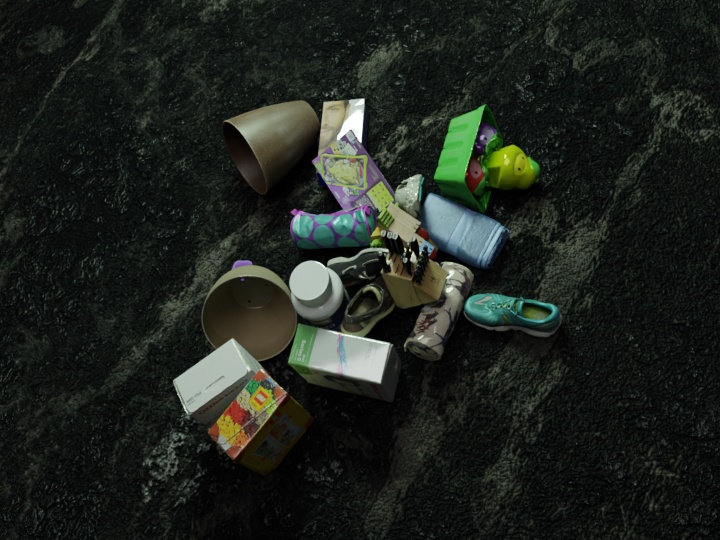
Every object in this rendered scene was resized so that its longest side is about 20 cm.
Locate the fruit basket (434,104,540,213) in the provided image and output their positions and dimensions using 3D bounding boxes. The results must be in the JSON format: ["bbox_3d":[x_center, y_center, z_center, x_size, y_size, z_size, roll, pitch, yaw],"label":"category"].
[{"bbox_3d":[0.284,-0.236,1.484,0.211,0.155,0.221,-16,55,24],"label":"fruit basket"}]

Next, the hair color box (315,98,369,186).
[{"bbox_3d":[-0.041,-0.306,1.629,0.106,0.065,0.205,-2,64,12],"label":"hair color box"}]

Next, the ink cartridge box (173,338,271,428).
[{"bbox_3d":[-0.258,0.238,1.352,0.145,0.201,0.084,-34,62,-5],"label":"ink cartridge box"}]

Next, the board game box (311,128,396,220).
[{"bbox_3d":[-0.010,-0.200,1.540,0.119,0.032,0.202,-34,83,7],"label":"board game box"}]

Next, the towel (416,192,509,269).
[{"bbox_3d":[0.213,-0.083,1.475,0.197,0.049,0.113,28,74,22],"label":"towel"}]

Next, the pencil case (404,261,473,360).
[{"bbox_3d":[0.159,0.083,1.394,0.088,0.078,0.204,14,69,32],"label":"pencil case"}]

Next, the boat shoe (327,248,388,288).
[{"bbox_3d":[0.000,0.000,1.442,0.196,0.073,0.062,-11,60,38],"label":"boat shoe"}]

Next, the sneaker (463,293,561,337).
[{"bbox_3d":[0.303,0.077,1.362,0.194,0.080,0.079,6,67,16],"label":"sneaker"}]

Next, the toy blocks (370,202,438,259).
[{"bbox_3d":[0.102,-0.057,1.424,0.135,0.200,0.101,34,77,9],"label":"toy blocks"}]

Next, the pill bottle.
[{"bbox_3d":[-0.079,0.062,1.391,0.108,0.201,0.114,-5,64,11],"label":"pill bottle"}]

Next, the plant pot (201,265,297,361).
[{"bbox_3d":[-0.231,0.071,1.448,0.195,0.204,0.135,-18,27,4],"label":"plant pot"}]

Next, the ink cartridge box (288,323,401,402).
[{"bbox_3d":[-0.027,0.184,1.353,0.194,0.146,0.090,9,69,16],"label":"ink cartridge box"}]

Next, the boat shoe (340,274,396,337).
[{"bbox_3d":[0.028,0.062,1.404,0.072,0.066,0.201,24,45,16],"label":"boat shoe"}]

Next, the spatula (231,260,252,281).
[{"bbox_3d":[-0.285,0.069,1.536,0.055,0.021,0.205,-2,67,26],"label":"spatula"}]

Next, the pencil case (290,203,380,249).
[{"bbox_3d":[-0.057,-0.096,1.503,0.195,0.095,0.085,-5,23,23],"label":"pencil case"}]

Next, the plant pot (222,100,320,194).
[{"bbox_3d":[-0.196,-0.314,1.619,0.198,0.189,0.187,-34,62,-20],"label":"plant pot"}]

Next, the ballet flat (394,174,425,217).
[{"bbox_3d":[0.106,-0.160,1.474,0.070,0.200,0.074,2,108,8],"label":"ballet flat"}]

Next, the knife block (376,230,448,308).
[{"bbox_3d":[0.075,-0.004,1.341,0.173,0.199,0.065,33,68,-18],"label":"knife block"}]

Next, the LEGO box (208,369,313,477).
[{"bbox_3d":[-0.184,0.298,1.307,0.076,0.201,0.150,35,76,24],"label":"LEGO box"}]
